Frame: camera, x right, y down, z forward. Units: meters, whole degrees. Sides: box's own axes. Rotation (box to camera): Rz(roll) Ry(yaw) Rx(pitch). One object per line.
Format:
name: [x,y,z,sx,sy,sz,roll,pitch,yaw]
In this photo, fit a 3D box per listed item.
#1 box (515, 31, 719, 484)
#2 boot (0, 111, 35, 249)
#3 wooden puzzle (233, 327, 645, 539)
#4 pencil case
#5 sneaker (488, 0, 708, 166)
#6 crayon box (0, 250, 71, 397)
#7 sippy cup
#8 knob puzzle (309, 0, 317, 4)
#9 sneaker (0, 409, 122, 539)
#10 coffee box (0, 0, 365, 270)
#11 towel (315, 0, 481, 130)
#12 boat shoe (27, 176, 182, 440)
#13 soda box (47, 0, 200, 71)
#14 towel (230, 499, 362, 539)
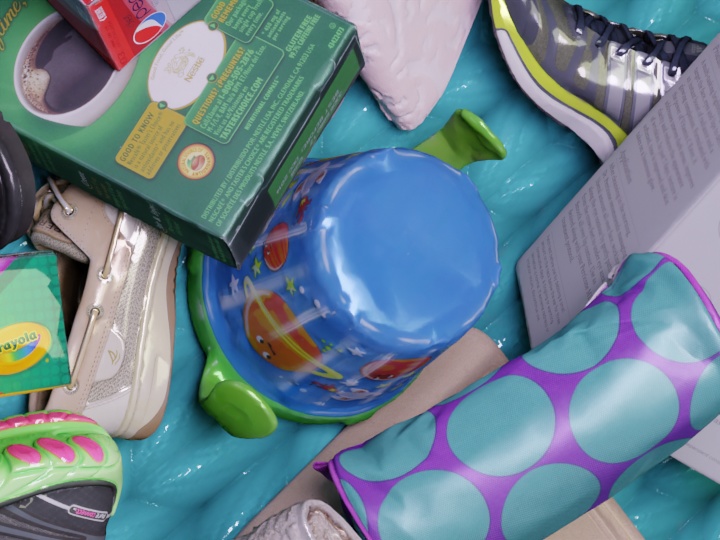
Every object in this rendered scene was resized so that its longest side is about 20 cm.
box: [0.201,-0.008,1.262,0.152,0.106,0.200,30,117,-21]
boot: [-0.260,-0.038,1.041,0.158,0.211,0.080,-41,147,-48]
wooden puzzle: [0.053,0.159,1.272,0.185,0.037,0.200,-43,98,-24]
pencil case: [0.082,0.074,1.174,0.200,0.085,0.093,-33,60,0]
sneaker: [0.142,-0.105,1.306,0.200,0.081,0.074,43,27,-22]
crayon box: [-0.214,0.031,1.053,0.118,0.200,0.059,-7,90,-28]
sippy cup: [0.000,0.000,1.198,0.139,0.130,0.179,11,75,-22]
knob puzzle: [-0.071,-0.173,1.244,0.219,0.030,0.221,3,83,-27]
sneaker: [-0.203,0.121,1.117,0.199,0.077,0.084,-8,112,-14]
coffee box: [-0.112,-0.099,1.145,0.199,0.044,0.123,26,75,15]
towel: [0.026,-0.197,1.233,0.192,0.032,0.200,-67,152,-18]
boat shoe: [-0.124,-0.021,1.180,0.065,0.072,0.201,5,88,-27]
soda box: [-0.156,-0.186,1.123,0.063,0.070,0.200,-42,69,-9]
towel: [-0.010,0.205,1.180,0.200,0.132,0.034,52,39,-12]
